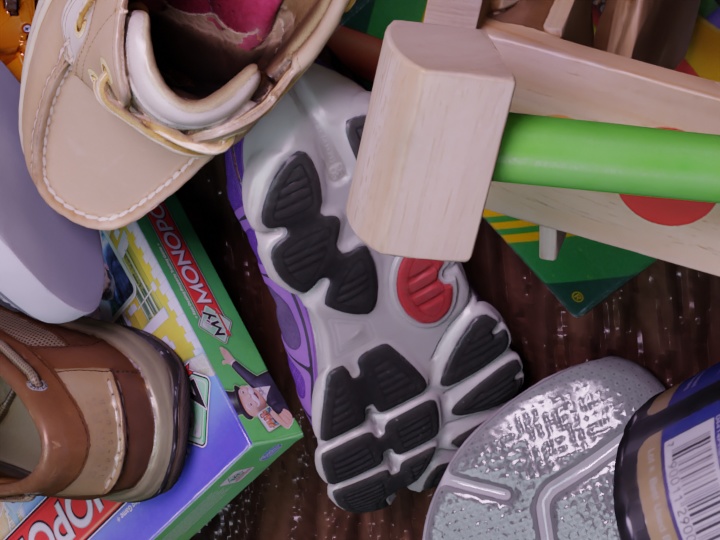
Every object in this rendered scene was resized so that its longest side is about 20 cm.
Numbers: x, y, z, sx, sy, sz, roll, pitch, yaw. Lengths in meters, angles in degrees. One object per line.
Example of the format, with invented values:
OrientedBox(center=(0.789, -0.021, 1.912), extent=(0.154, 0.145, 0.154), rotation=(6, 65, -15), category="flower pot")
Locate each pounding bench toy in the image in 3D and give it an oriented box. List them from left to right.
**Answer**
OrientedBox(center=(0.094, -0.048, 0.583), extent=(0.155, 0.200, 0.125), rotation=(17, 126, 7), category="pounding bench toy")

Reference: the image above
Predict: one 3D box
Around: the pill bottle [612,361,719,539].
OrientedBox(center=(0.183, 0.052, 0.724), extent=(0.199, 0.112, 0.112), rotation=(-31, 102, 36), category="pill bottle")

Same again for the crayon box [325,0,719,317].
OrientedBox(center=(0.097, -0.090, 0.719), extent=(0.127, 0.051, 0.200), rotation=(46, 126, -5), category="crayon box")

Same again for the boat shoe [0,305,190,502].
OrientedBox(center=(-0.149, 0.040, 0.842), extent=(0.199, 0.074, 0.076), rotation=(6, 99, 42), category="boat shoe")

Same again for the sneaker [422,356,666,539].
OrientedBox(center=(0.051, 0.113, 0.853), extent=(0.070, 0.080, 0.201), rotation=(33, 108, 12), category="sneaker")

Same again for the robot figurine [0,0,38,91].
OrientedBox(center=(-0.209, -0.056, 0.799), extent=(0.198, 0.059, 0.145), rotation=(-6, 155, -14), category="robot figurine")

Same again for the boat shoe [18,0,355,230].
OrientedBox(center=(-0.050, -0.071, 0.680), extent=(0.073, 0.070, 0.200), rotation=(22, 134, -17), category="boat shoe")

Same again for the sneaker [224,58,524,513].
OrientedBox(center=(0.000, 0.000, 0.809), extent=(0.080, 0.084, 0.201), rotation=(-23, 132, -10), category="sneaker")

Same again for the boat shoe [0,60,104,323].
OrientedBox(center=(-0.158, -0.047, 0.732), extent=(0.066, 0.070, 0.200), rotation=(-21, 135, 23), category="boat shoe")

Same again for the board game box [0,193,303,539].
OrientedBox(center=(-0.115, 0.057, 0.883), extent=(0.200, 0.029, 0.135), rotation=(-44, 66, 37), category="board game box")
